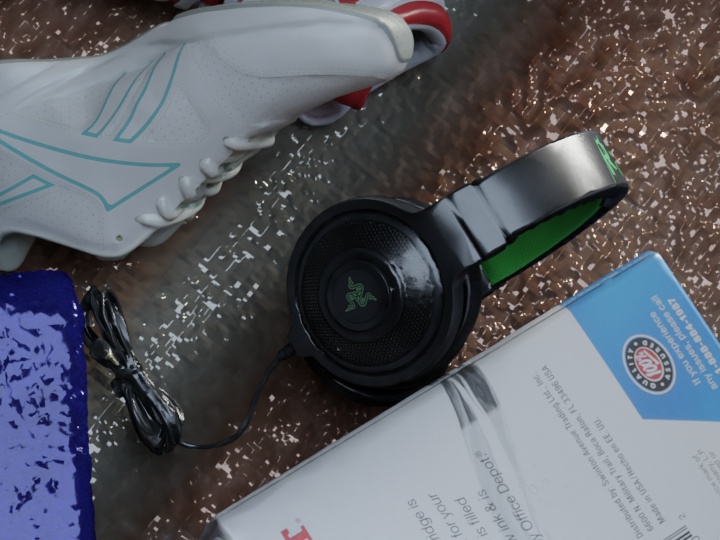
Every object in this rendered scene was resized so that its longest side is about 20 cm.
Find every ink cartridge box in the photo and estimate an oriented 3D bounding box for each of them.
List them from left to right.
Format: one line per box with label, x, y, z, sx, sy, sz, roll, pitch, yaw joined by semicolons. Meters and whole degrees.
ink cartridge box;0.059;0.109;0.841;0.199;0.086;0.147;-30;80;-20

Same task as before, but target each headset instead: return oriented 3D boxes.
headset;0.000;0.000;0.849;0.199;0.124;0.094;-32;82;-4

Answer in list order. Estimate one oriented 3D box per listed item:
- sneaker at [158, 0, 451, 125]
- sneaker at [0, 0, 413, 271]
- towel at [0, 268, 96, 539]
sneaker;-0.057;-0.112;0.897;0.198;0.071;0.113;-7;70;-18
sneaker;-0.070;-0.048;0.845;0.199;0.070;0.081;-13;85;22
towel;-0.192;0.073;0.808;0.198;0.050;0.149;-1;75;-13
